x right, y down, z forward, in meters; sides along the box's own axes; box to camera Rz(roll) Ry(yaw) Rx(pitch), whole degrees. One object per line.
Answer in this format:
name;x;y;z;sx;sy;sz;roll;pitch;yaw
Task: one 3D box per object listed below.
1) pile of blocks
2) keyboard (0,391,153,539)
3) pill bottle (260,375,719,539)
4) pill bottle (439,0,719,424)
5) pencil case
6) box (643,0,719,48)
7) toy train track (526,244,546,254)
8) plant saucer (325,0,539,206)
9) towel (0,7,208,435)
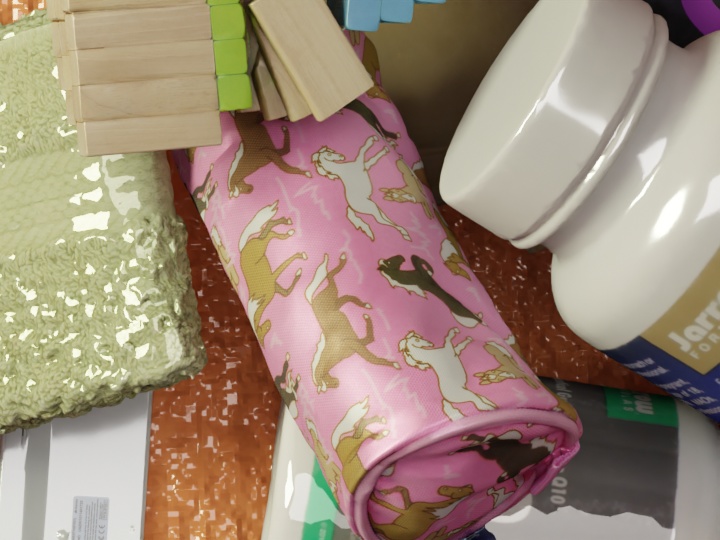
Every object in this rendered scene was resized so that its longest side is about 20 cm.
pile of blocks;-0.019;-0.100;0.996;0.200;0.062;0.082;-32;103;-13
keyboard;-0.108;0.095;1.108;0.056;0.011;0.200;4;84;-8
pill bottle;0.066;0.094;1.064;0.200;0.113;0.113;9;84;-3
pill bottle;0.132;-0.010;0.993;0.200;0.120;0.120;31;83;-12
pencil case;0.000;0.000;1.005;0.083;0.087;0.200;-31;56;5
box;0.145;-0.057;1.079;0.200;0.143;0.036;36;41;0
toy train track;0.117;0.004;1.090;0.200;0.115;0.033;52;40;-12
plant saucer;0.008;-0.122;1.073;0.200;0.029;0.200;10;108;33
towel;-0.145;-0.010;1.055;0.200;0.036;0.149;-12;85;32
